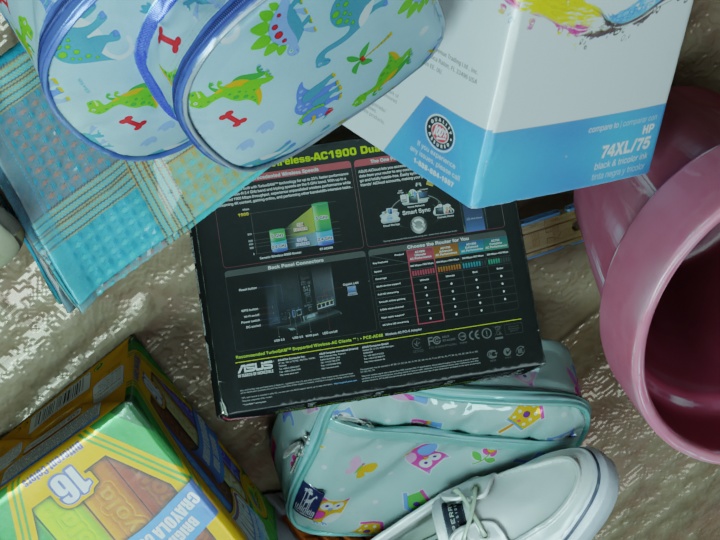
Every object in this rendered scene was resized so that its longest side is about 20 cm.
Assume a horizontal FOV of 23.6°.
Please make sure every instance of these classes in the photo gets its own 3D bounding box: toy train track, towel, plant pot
[{"bbox_3d":[0.102,-0.025,1.124,0.198,0.033,0.116,-17,121,-10],"label":"toy train track"},{"bbox_3d":[-0.113,-0.089,0.942,0.199,0.022,0.148,-38,124,-17],"label":"towel"},{"bbox_3d":[0.218,-0.016,1.040,0.198,0.179,0.202,-9,124,-14],"label":"plant pot"}]

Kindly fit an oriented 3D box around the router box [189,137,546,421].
[{"bbox_3d":[0.000,0.000,1.028,0.198,0.062,0.152,-8,82,-6],"label":"router box"}]

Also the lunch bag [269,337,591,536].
[{"bbox_3d":[0.043,0.105,1.133,0.198,0.078,0.161,4,137,-20],"label":"lunch bag"}]

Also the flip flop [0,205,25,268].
[{"bbox_3d":[-0.241,0.003,0.956,0.081,0.200,0.058,31,64,-19],"label":"flip flop"}]

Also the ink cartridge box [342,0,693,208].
[{"bbox_3d":[0.084,-0.163,0.936,0.145,0.146,0.202,-12,125,-38],"label":"ink cartridge box"}]

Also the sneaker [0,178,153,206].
[{"bbox_3d":[-0.207,-0.068,0.965,0.198,0.082,0.075,-3,121,-17],"label":"sneaker"}]

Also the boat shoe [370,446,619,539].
[{"bbox_3d":[0.071,0.171,1.098,0.199,0.074,0.067,-39,132,23],"label":"boat shoe"}]

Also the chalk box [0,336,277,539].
[{"bbox_3d":[-0.129,0.168,1.077,0.124,0.124,0.201,-36,105,6],"label":"chalk box"}]

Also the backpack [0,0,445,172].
[{"bbox_3d":[-0.066,-0.138,0.815,0.199,0.148,0.183,-33,156,2],"label":"backpack"}]

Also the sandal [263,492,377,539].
[{"bbox_3d":[0.005,0.196,1.198,0.204,0.079,0.060,1,118,-21],"label":"sandal"}]
